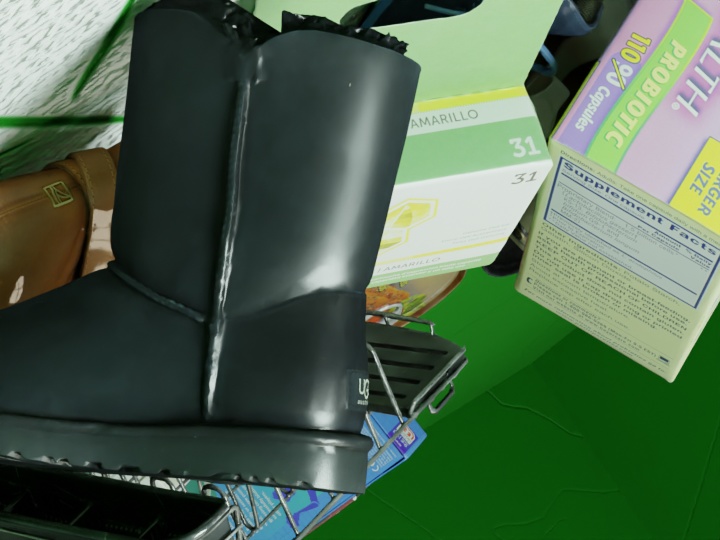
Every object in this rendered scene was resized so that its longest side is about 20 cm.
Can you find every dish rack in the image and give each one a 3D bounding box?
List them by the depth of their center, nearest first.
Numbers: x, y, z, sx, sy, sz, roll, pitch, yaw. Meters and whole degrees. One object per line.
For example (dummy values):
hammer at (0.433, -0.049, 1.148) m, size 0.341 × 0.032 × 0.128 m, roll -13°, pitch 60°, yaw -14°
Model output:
dish rack at (-0.057, 0.063, 0.922) m, size 0.153 × 0.055 × 0.200 m, roll 6°, pitch -144°, yaw 39°

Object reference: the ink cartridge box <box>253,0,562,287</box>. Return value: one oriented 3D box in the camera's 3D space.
ink cartridge box at (0.011, -0.053, 0.962) m, size 0.144 × 0.048 × 0.200 m, roll -10°, pitch 158°, yaw -19°

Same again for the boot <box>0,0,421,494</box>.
boot at (-0.081, -0.012, 0.815) m, size 0.198 × 0.170 × 0.076 m, roll 3°, pitch 172°, yaw 12°

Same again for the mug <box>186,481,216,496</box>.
mug at (-0.143, 0.150, 1.326) m, size 0.114 × 0.185 × 0.152 m, roll -43°, pitch -172°, yaw 24°

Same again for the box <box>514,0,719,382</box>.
box at (0.163, -0.069, 1.091) m, size 0.177 × 0.096 × 0.200 m, roll -57°, pitch 171°, yaw -17°

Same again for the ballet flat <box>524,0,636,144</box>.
ballet flat at (0.097, -0.095, 1.124) m, size 0.201 × 0.070 × 0.065 m, roll -54°, pitch -166°, yaw -13°

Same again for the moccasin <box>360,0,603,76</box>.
moccasin at (0.079, -0.130, 0.993) m, size 0.200 × 0.068 × 0.080 m, roll -38°, pitch 171°, yaw 26°

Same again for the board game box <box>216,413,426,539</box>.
board game box at (-0.082, 0.100, 1.394) m, size 0.200 × 0.152 × 0.045 m, roll -37°, pitch -179°, yaw 25°

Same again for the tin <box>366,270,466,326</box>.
tin at (0.000, 0.000, 1.221) m, size 0.111 × 0.042 × 0.200 m, roll -24°, pitch 166°, yaw -2°

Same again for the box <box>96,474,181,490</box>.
box at (-0.091, 0.081, 1.223) m, size 0.041 × 0.039 × 0.200 m, roll -40°, pitch -177°, yaw 22°

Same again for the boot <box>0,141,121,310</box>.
boot at (-0.143, 0.015, 0.937) m, size 0.155 × 0.077 × 0.200 m, roll -28°, pitch 159°, yaw -20°

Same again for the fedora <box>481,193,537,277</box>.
fedora at (0.161, -0.039, 1.328) m, size 0.200 × 0.092 × 0.201 m, roll -38°, pitch 166°, yaw -12°

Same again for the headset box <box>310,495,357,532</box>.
headset box at (-0.094, 0.121, 1.476) m, size 0.200 × 0.149 × 0.075 m, roll -36°, pitch 179°, yaw 18°
